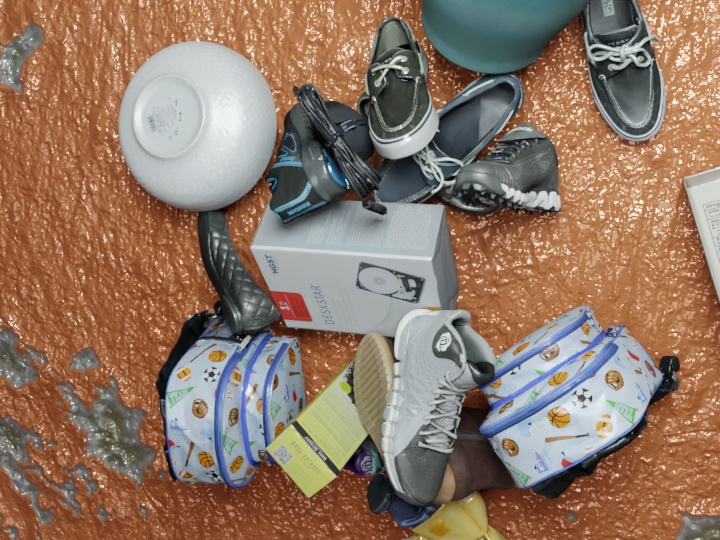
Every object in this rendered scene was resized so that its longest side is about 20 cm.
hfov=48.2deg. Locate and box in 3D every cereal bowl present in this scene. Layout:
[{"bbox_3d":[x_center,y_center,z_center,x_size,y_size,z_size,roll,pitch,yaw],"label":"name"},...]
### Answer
[{"bbox_3d":[-0.201,-0.172,0.937,0.199,0.083,0.201,0,90,18],"label":"cereal bowl"}]

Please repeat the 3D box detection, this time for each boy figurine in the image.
[{"bbox_3d":[0.097,0.302,0.951,0.200,0.064,0.124,41,107,-19],"label":"boy figurine"}]

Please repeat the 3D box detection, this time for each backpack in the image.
[{"bbox_3d":[0.211,0.134,0.829,0.154,0.190,0.200,48,113,3],"label":"backpack"},{"bbox_3d":[-0.150,0.162,0.954,0.154,0.191,0.201,-1,111,23],"label":"backpack"}]

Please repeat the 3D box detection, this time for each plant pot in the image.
[{"bbox_3d":[0.136,-0.291,0.741,0.200,0.200,0.188,31,153,9],"label":"plant pot"}]

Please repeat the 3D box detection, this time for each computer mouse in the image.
[{"bbox_3d":[0.000,-0.120,0.825,0.046,0.200,0.141,-32,84,6],"label":"computer mouse"}]

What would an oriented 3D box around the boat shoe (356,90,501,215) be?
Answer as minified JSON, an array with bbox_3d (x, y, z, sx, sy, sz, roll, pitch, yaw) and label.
[{"bbox_3d":[0.072,-0.127,0.892,0.200,0.057,0.067,42,111,5],"label":"boat shoe"}]

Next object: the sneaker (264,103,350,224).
[{"bbox_3d":[-0.071,-0.120,0.869,0.082,0.200,0.073,-34,117,9],"label":"sneaker"}]

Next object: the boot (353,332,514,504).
[{"bbox_3d":[0.085,0.165,0.920,0.072,0.166,0.201,-42,55,42],"label":"boot"}]

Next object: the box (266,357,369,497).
[{"bbox_3d":[-0.026,0.169,0.916,0.075,0.200,0.050,48,119,1],"label":"box"}]

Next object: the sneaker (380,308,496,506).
[{"bbox_3d":[0.082,0.131,0.793,0.115,0.075,0.201,-15,70,52],"label":"sneaker"}]

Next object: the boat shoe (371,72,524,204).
[{"bbox_3d":[0.087,-0.129,0.834,0.200,0.062,0.075,-36,96,17],"label":"boat shoe"}]

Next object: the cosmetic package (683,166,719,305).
[{"bbox_3d":[0.399,-0.008,0.797,0.103,0.087,0.201,-15,99,22],"label":"cosmetic package"}]

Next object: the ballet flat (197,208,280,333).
[{"bbox_3d":[-0.155,-0.007,0.971,0.200,0.057,0.067,64,153,29],"label":"ballet flat"}]

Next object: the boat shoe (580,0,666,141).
[{"bbox_3d":[0.260,-0.225,0.801,0.073,0.068,0.200,-8,100,20],"label":"boat shoe"}]

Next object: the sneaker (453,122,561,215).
[{"bbox_3d":[0.151,-0.106,0.808,0.066,0.200,0.091,6,93,34],"label":"sneaker"}]

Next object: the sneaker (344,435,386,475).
[{"bbox_3d":[0.039,0.230,0.971,0.199,0.088,0.075,3,104,18],"label":"sneaker"}]

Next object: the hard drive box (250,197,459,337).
[{"bbox_3d":[0.000,0.000,0.895,0.199,0.077,0.156,4,144,18],"label":"hard drive box"}]

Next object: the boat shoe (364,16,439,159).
[{"bbox_3d":[0.033,-0.189,0.815,0.070,0.200,0.064,-18,131,15],"label":"boat shoe"}]
